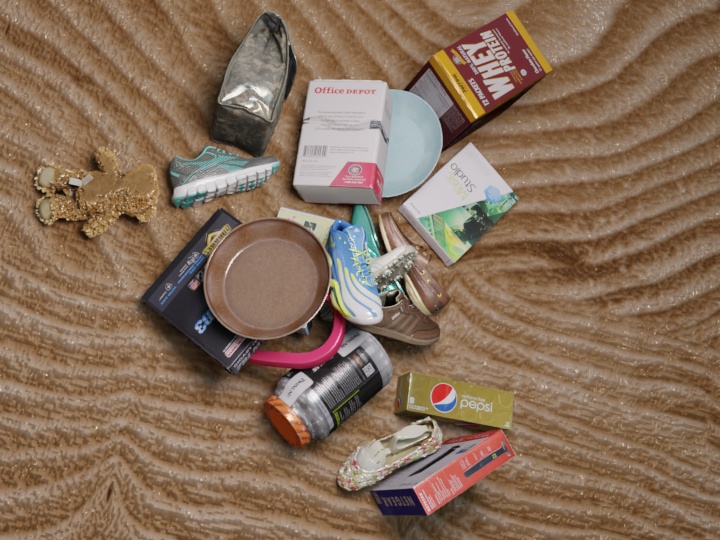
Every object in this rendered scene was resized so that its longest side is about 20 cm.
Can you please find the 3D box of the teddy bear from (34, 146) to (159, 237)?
[{"bbox_3d":[-0.427,-0.124,1.558,0.199,0.067,0.146,-19,74,-16],"label":"teddy bear"}]

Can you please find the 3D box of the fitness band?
[{"bbox_3d":[-0.121,0.085,1.544,0.198,0.037,0.145,4,68,11],"label":"fitness band"}]

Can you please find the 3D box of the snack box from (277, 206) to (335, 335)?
[{"bbox_3d":[-0.111,-0.002,1.621,0.115,0.037,0.201,15,70,12],"label":"snack box"}]

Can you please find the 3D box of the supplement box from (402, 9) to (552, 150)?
[{"bbox_3d":[0.201,-0.337,1.756,0.197,0.200,0.133,-34,89,-24],"label":"supplement box"}]

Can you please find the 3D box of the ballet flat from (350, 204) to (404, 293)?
[{"bbox_3d":[0.011,-0.021,1.681,0.070,0.067,0.201,-22,82,-9],"label":"ballet flat"}]

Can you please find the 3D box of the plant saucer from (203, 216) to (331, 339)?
[{"bbox_3d":[-0.142,0.015,1.488,0.198,0.037,0.202,-2,69,5],"label":"plant saucer"}]

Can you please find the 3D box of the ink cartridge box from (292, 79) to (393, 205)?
[{"bbox_3d":[-0.027,-0.224,1.677,0.143,0.084,0.202,3,73,14],"label":"ink cartridge box"}]

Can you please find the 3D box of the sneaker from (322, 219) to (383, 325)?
[{"bbox_3d":[-0.016,-0.006,1.507,0.075,0.106,0.200,-8,39,-24],"label":"sneaker"}]

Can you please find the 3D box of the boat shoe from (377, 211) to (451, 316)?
[{"bbox_3d":[0.093,-0.017,1.693,0.067,0.072,0.201,-27,91,8],"label":"boat shoe"}]

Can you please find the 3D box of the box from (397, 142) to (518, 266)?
[{"bbox_3d":[0.183,-0.124,1.783,0.144,0.036,0.200,48,67,-2],"label":"box"}]

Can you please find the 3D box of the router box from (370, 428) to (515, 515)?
[{"bbox_3d":[0.129,0.329,1.553,0.179,0.200,0.049,-28,87,-24],"label":"router box"}]

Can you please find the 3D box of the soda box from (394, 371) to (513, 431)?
[{"bbox_3d":[0.163,0.230,1.666,0.198,0.064,0.068,13,72,-16],"label":"soda box"}]

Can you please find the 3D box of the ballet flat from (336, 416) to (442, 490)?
[{"bbox_3d":[0.048,0.296,1.598,0.199,0.064,0.076,-24,51,-19],"label":"ballet flat"}]

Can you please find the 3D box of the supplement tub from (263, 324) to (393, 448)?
[{"bbox_3d":[-0.053,0.190,1.568,0.200,0.122,0.123,-38,90,-25],"label":"supplement tub"}]

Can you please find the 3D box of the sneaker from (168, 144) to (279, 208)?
[{"bbox_3d":[-0.234,-0.176,1.630,0.199,0.078,0.092,-17,78,-24],"label":"sneaker"}]

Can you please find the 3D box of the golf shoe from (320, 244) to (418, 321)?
[{"bbox_3d":[0.000,0.000,1.623,0.199,0.078,0.098,-34,68,13],"label":"golf shoe"}]

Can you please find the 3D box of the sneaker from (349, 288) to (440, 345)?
[{"bbox_3d":[0.070,0.073,1.607,0.199,0.070,0.076,13,109,-41],"label":"sneaker"}]

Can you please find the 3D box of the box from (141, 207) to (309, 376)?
[{"bbox_3d":[-0.213,0.031,1.535,0.198,0.050,0.200,36,77,21],"label":"box"}]

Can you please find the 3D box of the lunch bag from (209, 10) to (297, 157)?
[{"bbox_3d":[-0.175,-0.321,1.637,0.117,0.164,0.202,18,71,-8],"label":"lunch bag"}]

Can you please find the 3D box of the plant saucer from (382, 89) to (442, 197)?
[{"bbox_3d":[0.052,-0.224,1.731,0.199,0.039,0.203,-3,76,13],"label":"plant saucer"}]
